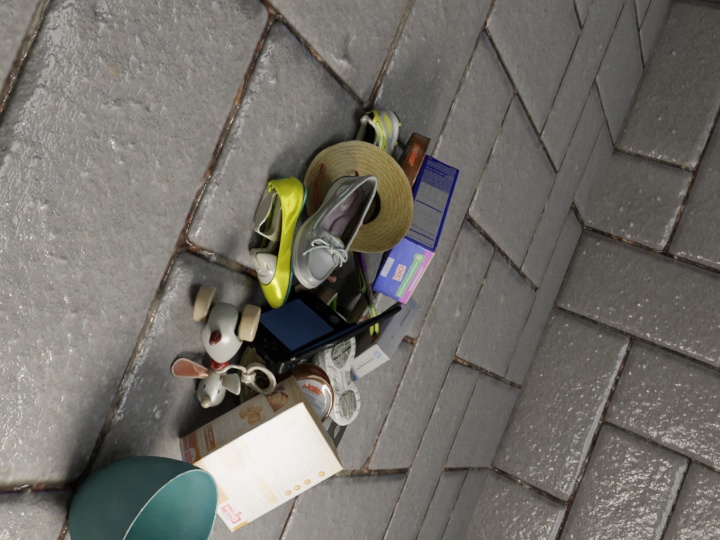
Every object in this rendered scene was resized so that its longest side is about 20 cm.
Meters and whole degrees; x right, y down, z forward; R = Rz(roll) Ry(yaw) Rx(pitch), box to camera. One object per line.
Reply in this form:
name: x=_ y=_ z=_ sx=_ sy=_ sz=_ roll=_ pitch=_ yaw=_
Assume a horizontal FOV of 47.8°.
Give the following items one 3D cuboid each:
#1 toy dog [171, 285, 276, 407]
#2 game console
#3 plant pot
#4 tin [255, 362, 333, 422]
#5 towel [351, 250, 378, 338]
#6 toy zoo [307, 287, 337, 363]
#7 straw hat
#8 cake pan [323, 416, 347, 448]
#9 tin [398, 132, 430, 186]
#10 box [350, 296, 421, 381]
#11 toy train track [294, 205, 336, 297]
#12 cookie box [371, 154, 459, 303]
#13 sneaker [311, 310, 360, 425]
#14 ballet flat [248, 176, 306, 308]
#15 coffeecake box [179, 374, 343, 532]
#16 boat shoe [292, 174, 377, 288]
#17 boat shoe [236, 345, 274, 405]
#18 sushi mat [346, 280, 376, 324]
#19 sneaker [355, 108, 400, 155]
toy dog: x=-0.201 y=0.125 z=1.145 sx=0.097 sy=0.129 sz=0.203 roll=-70 pitch=157 yaw=-58
game console: x=-0.067 y=0.071 z=1.256 sx=0.199 sy=0.175 sz=0.117 roll=-21 pitch=144 yaw=-53
plant pot: x=-0.300 y=0.326 z=1.062 sx=0.200 sy=0.133 sz=0.203 roll=-45 pitch=146 yaw=-42
tin: x=-0.123 y=0.238 z=1.295 sx=0.111 sy=0.042 sz=0.201 roll=32 pitch=102 yaw=-33
towel: x=0.000 y=0.000 z=1.414 sx=0.145 sy=0.022 sz=0.202 roll=77 pitch=1 yaw=-54
toy zoo: x=-0.088 y=0.140 z=1.453 sx=0.131 sy=0.020 sz=0.202 roll=-49 pitch=157 yaw=-35
straw hat: x=-0.018 y=-0.110 z=1.335 sx=0.202 sy=0.201 sz=0.085 roll=-53 pitch=-168 yaw=-29
cake pan: x=-0.063 y=0.308 z=1.593 sx=0.201 sy=0.036 sz=0.202 roll=90 pitch=26 yaw=-57
tin: x=0.081 y=-0.177 z=1.470 sx=0.200 sy=0.041 sz=0.114 roll=123 pitch=-15 yaw=-77
box: x=0.011 y=0.141 z=1.501 sx=0.200 sy=0.041 sz=0.156 roll=-40 pitch=-171 yaw=41
toy train track: x=-0.071 y=-0.024 z=1.376 sx=0.115 sy=0.032 sz=0.202 roll=-48 pitch=147 yaw=-38
cookie box: x=0.098 y=-0.073 z=1.454 sx=0.172 sy=0.074 sz=0.202 roll=116 pitch=-5 yaw=-54
sneaker: x=-0.062 y=0.167 z=1.419 sx=0.077 sy=0.098 sz=0.204 roll=-15 pitch=107 yaw=-43
ballet flat: x=-0.133 y=-0.043 z=1.221 sx=0.066 sy=0.066 sz=0.204 roll=3 pitch=105 yaw=-41
coffeecake box: x=-0.150 y=0.279 z=1.235 sx=0.198 sy=0.073 sz=0.155 roll=-29 pitch=122 yaw=-2
boat shoe: x=-0.037 y=-0.064 z=1.218 sx=0.074 sy=0.064 sz=0.203 roll=46 pitch=57 yaw=-25
boat shoe: x=-0.163 y=0.204 z=1.327 sx=0.073 sy=0.062 sz=0.204 roll=-23 pitch=129 yaw=-56
sushi mat: x=0.000 y=0.067 z=1.514 sx=0.096 sy=0.012 sz=0.201 roll=-48 pitch=-174 yaw=40
sneaker: x=0.010 y=-0.178 z=1.396 sx=0.076 sy=0.075 sz=0.204 roll=-3 pitch=104 yaw=-49
